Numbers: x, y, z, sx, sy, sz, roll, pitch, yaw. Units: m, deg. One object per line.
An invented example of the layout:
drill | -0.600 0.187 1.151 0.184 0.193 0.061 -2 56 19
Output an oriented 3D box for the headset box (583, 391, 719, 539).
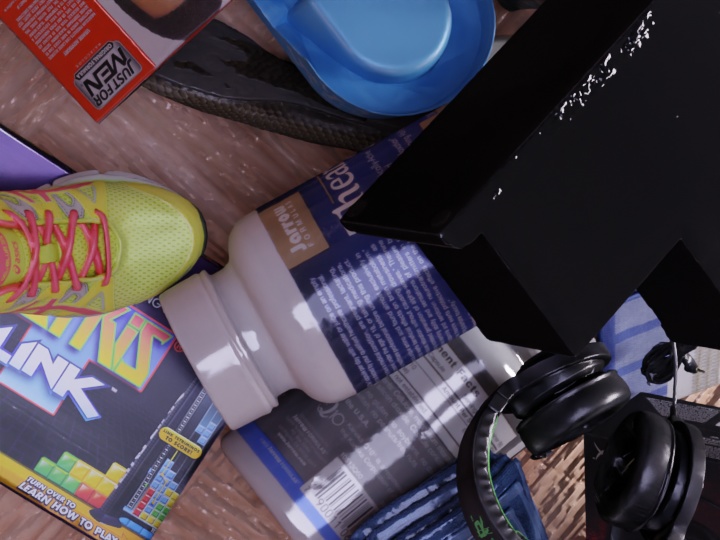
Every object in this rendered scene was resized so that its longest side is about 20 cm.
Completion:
headset box | 0.209 0.184 1.364 0.077 0.149 0.200 -26 120 -50

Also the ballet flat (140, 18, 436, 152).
ballet flat | -0.052 -0.097 1.331 0.200 0.067 0.046 13 136 -16

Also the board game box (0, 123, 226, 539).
board game box | -0.164 0.039 1.322 0.200 0.057 0.165 33 91 -15

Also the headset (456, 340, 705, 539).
headset | 0.127 0.092 1.271 0.123 0.094 0.200 42 57 1

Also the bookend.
bookend | 0.131 -0.019 1.182 0.199 0.092 0.200 -48 116 -19

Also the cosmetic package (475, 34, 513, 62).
cosmetic package | 0.154 -0.085 1.366 0.200 0.073 0.104 -2 99 -13

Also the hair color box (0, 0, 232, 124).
hair color box | -0.164 -0.184 1.236 0.200 0.102 0.061 47 130 -7

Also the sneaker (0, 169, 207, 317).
sneaker | -0.174 -0.007 1.238 0.200 0.090 0.078 -6 97 -14

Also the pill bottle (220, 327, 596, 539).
pill bottle | 0.031 0.077 1.342 0.200 0.114 0.114 -39 104 -5

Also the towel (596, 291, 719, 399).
towel | 0.225 0.013 1.384 0.200 0.024 0.147 -22 145 -8

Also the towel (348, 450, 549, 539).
towel | 0.061 0.183 1.339 0.112 0.049 0.200 -35 143 -8

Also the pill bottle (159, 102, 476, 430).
pill bottle | 0.000 0.000 1.260 0.200 0.111 0.111 -29 104 -1

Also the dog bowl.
dog bowl | -0.014 -0.167 1.302 0.111 0.050 0.200 -37 88 -17

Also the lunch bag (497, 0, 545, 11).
lunch bag | 0.139 -0.238 1.293 0.200 0.164 0.118 -42 100 -3
